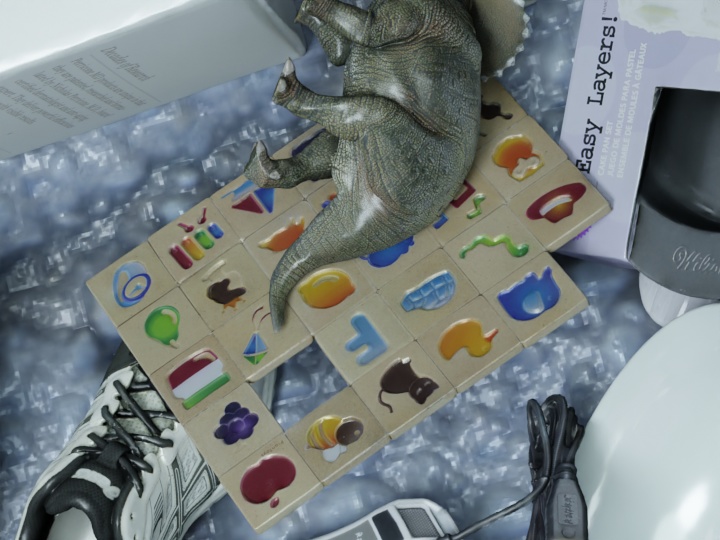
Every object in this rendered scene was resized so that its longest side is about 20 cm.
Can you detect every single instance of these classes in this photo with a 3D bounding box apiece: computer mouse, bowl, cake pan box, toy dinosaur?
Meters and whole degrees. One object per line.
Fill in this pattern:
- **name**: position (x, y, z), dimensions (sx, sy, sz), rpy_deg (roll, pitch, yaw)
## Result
- **computer mouse**: position (0.015, 0.136, 1.200), dimensions (0.199, 0.044, 0.110), rpy_deg (-26, 46, 21)
- **bowl**: position (0.154, 0.121, 1.130), dimensions (0.090, 0.201, 0.202), rpy_deg (19, 89, -20)
- **cake pan box**: position (0.168, -0.085, 1.153), dimensions (0.184, 0.052, 0.201), rpy_deg (11, 89, 49)
- **toy dinosaur**: position (0.013, -0.067, 1.178), dimensions (0.102, 0.077, 0.201), rpy_deg (19, 73, -6)

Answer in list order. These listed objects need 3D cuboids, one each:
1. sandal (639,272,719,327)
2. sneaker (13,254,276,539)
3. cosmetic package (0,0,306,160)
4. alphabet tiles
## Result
- **sandal**: position (0.220, -0.008, 1.187), dimensions (0.205, 0.059, 0.080), rpy_deg (-6, 74, 31)
- **sneaker**: position (-0.096, 0.087, 1.215), dimensions (0.075, 0.088, 0.201), rpy_deg (22, 88, 12)
- **cosmetic package**: position (-0.150, -0.150, 1.202), dimensions (0.199, 0.166, 0.168), rpy_deg (-19, 83, 7)
- **alphabet tiles**: position (0.000, 0.000, 1.190), dimensions (0.199, 0.008, 0.167), rpy_deg (-34, 49, -6)
